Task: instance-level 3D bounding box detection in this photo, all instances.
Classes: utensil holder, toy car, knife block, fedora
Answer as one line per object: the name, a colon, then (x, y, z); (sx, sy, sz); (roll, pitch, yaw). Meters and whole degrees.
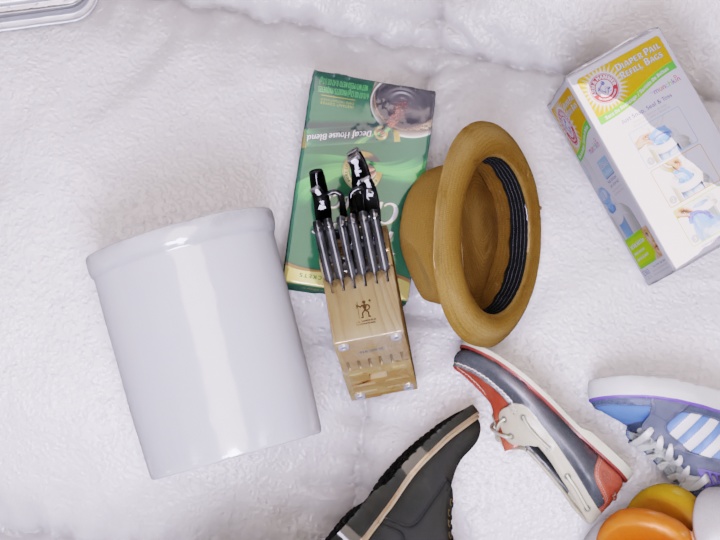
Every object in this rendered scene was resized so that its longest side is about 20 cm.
utensil holder: (-0.133, 0.065, 1.532); (0.168, 0.170, 0.202); (-15, 85, -7)
toy car: (0.269, 0.291, 1.518); (0.174, 0.149, 0.202); (-25, 84, 37)
knife block: (0.000, 0.000, 1.560); (0.063, 0.200, 0.177); (-10, 64, 3)
fedora: (0.091, -0.033, 1.589); (0.081, 0.200, 0.203); (0, 80, 36)

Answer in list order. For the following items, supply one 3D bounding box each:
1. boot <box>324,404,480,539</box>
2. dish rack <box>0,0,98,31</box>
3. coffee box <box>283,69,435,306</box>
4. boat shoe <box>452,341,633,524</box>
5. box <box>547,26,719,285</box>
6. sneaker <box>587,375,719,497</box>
boot: (0.071, 0.229, 1.562); (0.138, 0.077, 0.200); (46, 64, 1)
dish rack: (-0.347, -0.308, 1.626); (0.198, 0.044, 0.174); (-8, 82, -7)
coffee box: (-0.001, -0.074, 1.623); (0.122, 0.044, 0.202); (10, 82, -4)
boat shoe: (0.156, 0.144, 1.597); (0.200, 0.071, 0.063); (41, 84, -3)
box: (0.268, -0.103, 1.615); (0.101, 0.113, 0.201); (-28, 85, -6)
sneaker: (0.293, 0.182, 1.595); (0.198, 0.081, 0.148); (12, 77, -9)
